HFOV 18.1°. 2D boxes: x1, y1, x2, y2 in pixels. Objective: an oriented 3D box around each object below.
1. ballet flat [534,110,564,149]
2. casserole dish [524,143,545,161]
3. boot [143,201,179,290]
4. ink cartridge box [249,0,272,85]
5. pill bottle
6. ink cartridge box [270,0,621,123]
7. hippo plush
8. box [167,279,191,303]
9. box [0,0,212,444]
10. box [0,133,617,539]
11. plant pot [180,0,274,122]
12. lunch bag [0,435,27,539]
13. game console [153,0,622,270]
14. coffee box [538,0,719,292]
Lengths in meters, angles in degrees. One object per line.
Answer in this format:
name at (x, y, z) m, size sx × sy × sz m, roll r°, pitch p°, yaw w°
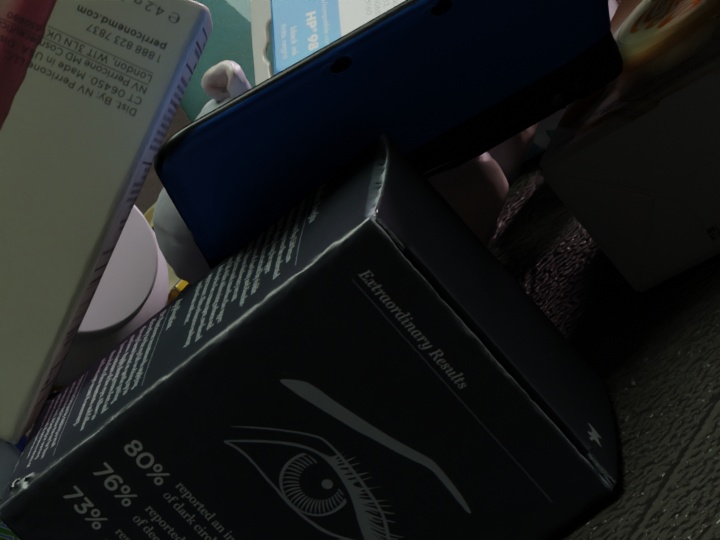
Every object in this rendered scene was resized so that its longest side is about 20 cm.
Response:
ballet flat at (0.157, -0.140, 1.233) m, size 0.200 × 0.069 × 0.069 m, roll -55°, pitch 19°, yaw -27°
casserole dish at (0.078, -0.094, 1.331) m, size 0.121 × 0.039 × 0.200 m, roll -51°, pitch 16°, yaw -30°
boot at (-0.146, 0.024, 1.504) m, size 0.155 × 0.073 × 0.200 m, roll -45°, pitch 20°, yaw -20°
ink cartridge box at (0.023, -0.152, 1.317) m, size 0.200 × 0.067 × 0.117 m, roll -24°, pitch 64°, yaw 44°
pill bottle at (-0.167, 0.014, 1.241) m, size 0.112 × 0.112 × 0.200 m, roll -47°, pitch 2°, yaw -19°
ink cartridge box at (0.067, -0.126, 1.145) m, size 0.200 × 0.116 × 0.067 m, roll -15°, pitch 60°, yaw 21°
hippo plush at (-0.010, -0.048, 1.091) m, size 0.200 × 0.161 × 0.159 m, roll -63°, pitch -5°, yaw -49°
box at (-0.059, -0.006, 1.325) m, size 0.160 × 0.049 × 0.200 m, roll -45°, pitch 0°, yaw -20°
box at (-0.152, -0.042, 0.969) m, size 0.128 × 0.109 × 0.200 m, roll -148°, pitch 83°, yaw -86°
box at (-0.019, 0.070, 0.900) m, size 0.200 × 0.148 × 0.104 m, roll -37°, pitch 15°, yaw 15°
plant pot at (-0.034, -0.129, 1.460) m, size 0.200 × 0.200 × 0.135 m, roll -35°, pitch 33°, yaw 25°
lunch bag at (-0.246, 0.118, 1.241) m, size 0.124 × 0.200 × 0.170 m, roll -49°, pitch 15°, yaw -25°
game console at (-0.001, -0.092, 0.956) m, size 0.200 × 0.118 × 0.171 m, roll -29°, pitch 35°, yaw -4°
coffee box at (0.168, -0.095, 1.013) m, size 0.114 × 0.080 × 0.200 m, roll -29°, pitch 19°, yaw 36°
